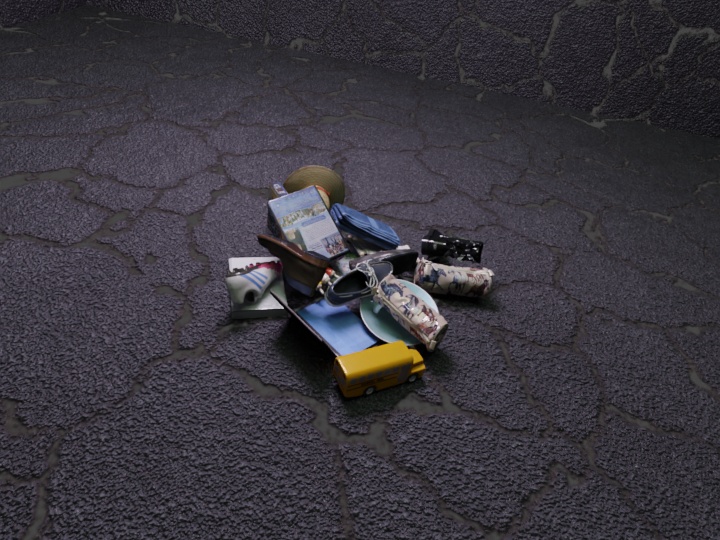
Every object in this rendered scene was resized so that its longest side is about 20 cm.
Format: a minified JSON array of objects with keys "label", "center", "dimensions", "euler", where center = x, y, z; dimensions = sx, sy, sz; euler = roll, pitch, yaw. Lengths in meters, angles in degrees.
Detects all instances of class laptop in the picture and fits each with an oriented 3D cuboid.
[{"label":"laptop","center":[-0.074,0.102,1.160],"dimensions":[0.116,0.201,0.187],"euler":[-46,57,-10]}]

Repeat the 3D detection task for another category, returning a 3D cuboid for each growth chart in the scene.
[{"label":"growth chart","center":[0.066,-0.061,1.453],"dimensions":[0.196,0.018,0.145],"euler":[8,24,-14]}]

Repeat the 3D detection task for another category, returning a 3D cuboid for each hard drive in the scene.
[{"label":"hard drive","center":[-0.254,0.038,1.268],"dimensions":[0.130,0.027,0.201],"euler":[-2,38,-16]}]

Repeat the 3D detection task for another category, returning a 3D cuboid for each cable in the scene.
[{"label":"cable","center":[-0.138,-0.025,1.296],"dimensions":[0.199,0.051,0.097],"euler":[41,49,7]}]

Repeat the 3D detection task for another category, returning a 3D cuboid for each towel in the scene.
[{"label":"towel","center":[0.013,-0.122,1.414],"dimensions":[0.197,0.049,0.112],"euler":[21,21,-22]}]

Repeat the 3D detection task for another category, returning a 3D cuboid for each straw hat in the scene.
[{"label":"straw hat","center":[-0.126,-0.185,1.453],"dimensions":[0.197,0.203,0.086],"euler":[1,44,-12]}]

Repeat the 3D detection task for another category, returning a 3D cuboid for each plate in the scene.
[{"label":"plate","center":[0.093,0.104,1.251],"dimensions":[0.196,0.026,0.202],"euler":[7,47,-7]}]

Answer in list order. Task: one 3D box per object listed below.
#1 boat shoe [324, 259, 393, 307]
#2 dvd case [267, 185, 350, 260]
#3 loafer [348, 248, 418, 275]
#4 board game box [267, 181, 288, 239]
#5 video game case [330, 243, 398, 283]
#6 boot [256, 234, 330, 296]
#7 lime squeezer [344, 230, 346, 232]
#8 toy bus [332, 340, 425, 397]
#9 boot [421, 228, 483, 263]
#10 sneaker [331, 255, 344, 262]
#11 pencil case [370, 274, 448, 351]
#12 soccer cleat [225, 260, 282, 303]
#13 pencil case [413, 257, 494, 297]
[{"label":"boat shoe","center":[0.004,0.022,1.235],"dimensions":[0.198,0.062,0.076],"euler":[-20,74,-26]},{"label":"dvd case","center":[-0.129,-0.108,1.294],"dimensions":[0.141,0.018,0.202],"euler":[-23,77,-28]},{"label":"loafer","center":[0.062,-0.027,1.354],"dimensions":[0.197,0.074,0.072],"euler":[-14,43,-29]},{"label":"board game box","center":[-0.204,-0.133,1.412],"dimensions":[0.034,0.137,0.201],"euler":[-11,42,-27]},{"label":"video game case","center":[0.000,0.000,1.383],"dimensions":[0.197,0.024,0.183],"euler":[18,38,9]},{"label":"boot","center":[-0.173,-0.016,1.213],"dimensions":[0.198,0.098,0.074],"euler":[23,9,22]},{"label":"lime squeezer","center":[-0.049,-0.125,1.456],"dimensions":[0.198,0.038,0.071],"euler":[24,25,-20]},{"label":"toy bus","center":[0.043,0.203,1.082],"dimensions":[0.197,0.079,0.065],"euler":[-10,41,-26]},{"label":"boot","center":[0.261,-0.068,1.440],"dimensions":[0.160,0.075,0.198],"euler":[7,11,15]},{"label":"sneaker","center":[-0.085,-0.085,1.404],"dimensions":[0.087,0.082,0.200],"euler":[-6,24,-30]},{"label":"pencil case","center":[0.114,0.098,1.189],"dimensions":[0.200,0.079,0.089],"euler":[41,42,23]},{"label":"soccer cleat","center":[-0.247,0.028,1.215],"dimensions":[0.069,0.088,0.199],"euler":[-5,7,25]},{"label":"pencil case","center":[0.242,0.021,1.349],"dimensions":[0.196,0.090,0.079],"euler":[7,51,-7]}]
